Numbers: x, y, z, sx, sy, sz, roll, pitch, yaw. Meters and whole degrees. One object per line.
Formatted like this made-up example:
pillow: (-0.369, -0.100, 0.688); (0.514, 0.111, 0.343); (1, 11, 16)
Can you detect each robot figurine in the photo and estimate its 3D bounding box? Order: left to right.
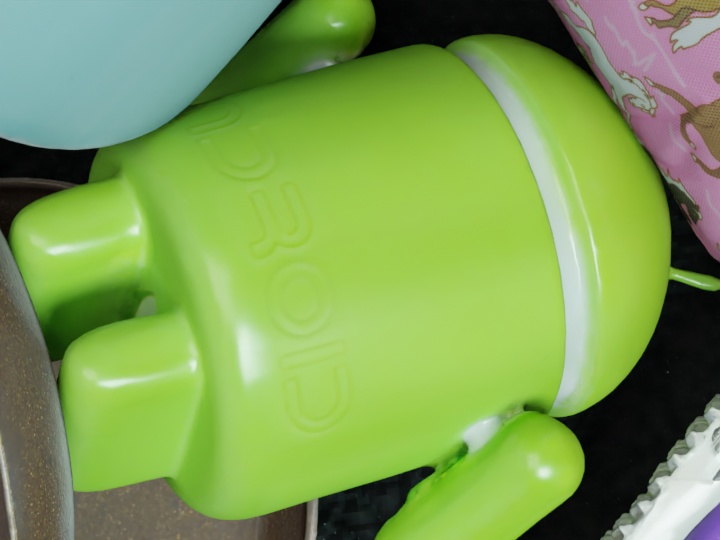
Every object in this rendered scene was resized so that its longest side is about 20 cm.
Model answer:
robot figurine: (0.000, 0.000, 0.833); (0.199, 0.116, 0.176); (-16, 63, -20)

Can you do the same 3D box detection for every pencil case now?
pencil case: (0.093, -0.083, 0.791); (0.083, 0.087, 0.200); (-33, 101, -6)

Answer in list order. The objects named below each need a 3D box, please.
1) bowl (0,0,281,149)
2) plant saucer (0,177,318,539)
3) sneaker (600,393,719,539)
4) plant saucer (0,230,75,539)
bowl: (-0.063, -0.143, 0.746); (0.105, 0.200, 0.202); (-24, 78, 37)
plant saucer: (-0.106, 0.073, 0.916); (0.199, 0.037, 0.201); (-1, 84, 13)
sneaker: (0.112, 0.103, 0.843); (0.099, 0.070, 0.200); (38, 98, 5)
plant saucer: (-0.128, 0.039, 0.833); (0.032, 0.200, 0.201); (-14, 79, -29)
